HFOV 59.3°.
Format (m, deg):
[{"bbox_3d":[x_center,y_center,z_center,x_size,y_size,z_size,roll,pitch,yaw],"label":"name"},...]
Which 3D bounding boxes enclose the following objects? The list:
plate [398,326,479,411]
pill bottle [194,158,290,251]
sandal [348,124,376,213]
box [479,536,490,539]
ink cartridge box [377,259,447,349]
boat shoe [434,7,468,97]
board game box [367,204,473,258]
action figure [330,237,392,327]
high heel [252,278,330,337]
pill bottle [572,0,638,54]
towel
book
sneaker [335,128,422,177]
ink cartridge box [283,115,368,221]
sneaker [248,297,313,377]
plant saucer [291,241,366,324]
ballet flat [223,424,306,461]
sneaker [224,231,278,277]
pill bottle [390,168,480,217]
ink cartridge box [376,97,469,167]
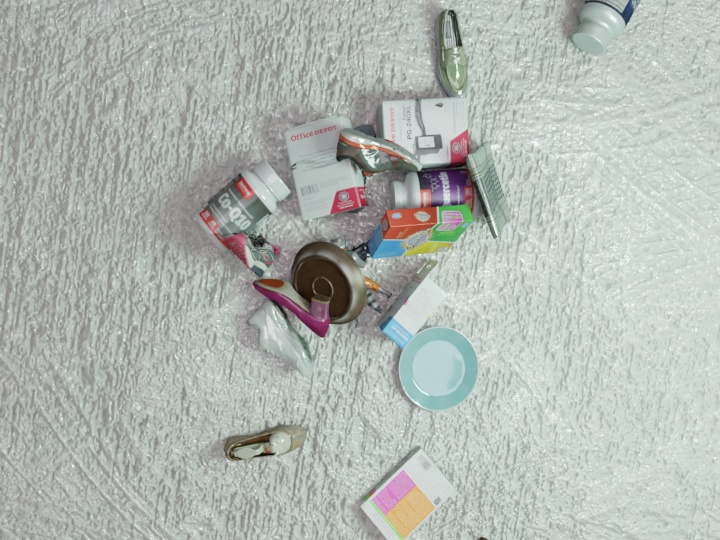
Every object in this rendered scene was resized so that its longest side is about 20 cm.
[{"bbox_3d":[0.186,0.233,1.512,0.195,0.026,0.205,0,94,-4],"label":"plate"},{"bbox_3d":[-0.260,-0.147,1.410,0.199,0.114,0.114,-41,95,-1],"label":"pill bottle"},{"bbox_3d":[-0.010,-0.237,1.465,0.074,0.043,0.205,13,101,8],"label":"sandal"},{"bbox_3d":[0.358,0.772,1.486,0.197,0.166,0.167,24,92,-6],"label":"box"},{"bbox_3d":[0.129,0.074,1.453,0.068,0.115,0.201,39,90,-6],"label":"ink cartridge box"},{"bbox_3d":[0.208,-0.497,1.453,0.070,0.062,0.205,-12,95,-4],"label":"boat shoe"},{"bbox_3d":[0.130,-0.085,1.403,0.196,0.153,0.041,-6,67,-19],"label":"board game box"},{"bbox_3d":[0.000,0.000,1.447,0.199,0.105,0.195,-38,100,-3],"label":"action figure"},{"bbox_3d":[-0.160,0.085,1.427,0.196,0.067,0.098,19,116,21],"label":"high heel"},{"bbox_3d":[0.573,-0.607,1.451,0.110,0.111,0.203,30,91,-6],"label":"pill bottle"},{"bbox_3d":[0.293,-0.184,1.414,0.034,0.200,0.196,-17,100,25],"label":"towel"},{"bbox_3d":[0.112,0.541,1.515,0.199,0.048,0.134,-41,93,-2],"label":"book"},{"bbox_3d":[0.035,-0.238,1.355,0.196,0.077,0.083,17,113,-16],"label":"sneaker"},{"bbox_3d":[-0.075,-0.227,1.416,0.142,0.083,0.205,-11,94,17],"label":"ink cartridge box"},{"bbox_3d":[-0.185,0.169,1.462,0.099,0.078,0.202,-35,86,5],"label":"sneaker"},{"bbox_3d":[-0.079,0.035,1.420,0.196,0.032,0.205,13,117,26],"label":"plant saucer"},{"bbox_3d":[-0.220,0.409,1.468,0.195,0.067,0.070,-12,95,-4],"label":"ballet flat"},{"bbox_3d":[-0.236,-0.050,1.381,0.075,0.200,0.081,-45,79,-4],"label":"sneaker"},{"bbox_3d":[0.170,-0.171,1.444,0.195,0.112,0.115,-5,94,-4],"label":"pill bottle"},{"bbox_3d":[0.141,-0.309,1.440,0.195,0.083,0.149,-4,94,-4],"label":"ink cartridge box"}]
